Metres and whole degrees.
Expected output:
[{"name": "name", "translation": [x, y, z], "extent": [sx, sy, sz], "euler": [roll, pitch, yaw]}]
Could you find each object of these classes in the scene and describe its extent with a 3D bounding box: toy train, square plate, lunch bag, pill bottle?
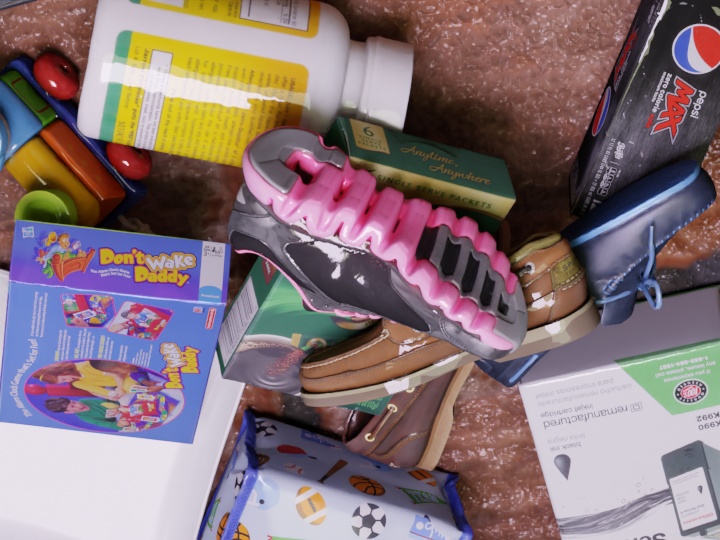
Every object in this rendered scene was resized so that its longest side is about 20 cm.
[{"name": "toy train", "translation": [-0.181, -0.040, 1.658], "extent": [0.085, 0.116, 0.200], "euler": [-41, 93, 21]}, {"name": "square plate", "translation": [-0.194, 0.115, 1.783], "extent": [0.197, 0.028, 0.201], "euler": [16, 99, -7]}, {"name": "lunch bag", "translation": [-0.036, 0.220, 1.805], "extent": [0.169, 0.124, 0.201], "euler": [17, 109, -8]}, {"name": "pill bottle", "translation": [-0.071, -0.121, 1.634], "extent": [0.199, 0.113, 0.113], "euler": [10, 117, -6]}]

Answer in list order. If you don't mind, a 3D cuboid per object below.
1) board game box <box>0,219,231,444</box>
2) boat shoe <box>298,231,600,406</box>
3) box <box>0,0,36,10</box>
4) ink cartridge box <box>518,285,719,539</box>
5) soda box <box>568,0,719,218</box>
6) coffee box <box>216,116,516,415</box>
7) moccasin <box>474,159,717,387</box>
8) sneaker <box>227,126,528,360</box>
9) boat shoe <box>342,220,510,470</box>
[{"name": "board game box", "translation": [-0.161, 0.043, 1.664], "extent": [0.134, 0.045, 0.200], "euler": [7, 150, -7]}, {"name": "boat shoe", "translation": [0.047, 0.028, 1.614], "extent": [0.199, 0.072, 0.068], "euler": [-18, 103, 15]}, {"name": "box", "translation": [-0.289, -0.249, 1.616], "extent": [0.160, 0.044, 0.201], "euler": [-14, 116, 8]}, {"name": "ink cartridge box", "translation": [0.199, 0.127, 1.767], "extent": [0.145, 0.084, 0.201], "euler": [-13, 116, 9]}, {"name": "soda box", "translation": [0.199, -0.121, 1.652], "extent": [0.071, 0.063, 0.200], "euler": [17, 117, -8]}, {"name": "coffee box", "translation": [0.000, 0.000, 1.646], "extent": [0.123, 0.044, 0.200], "euler": [15, 127, -24]}, {"name": "moccasin", "translation": [0.151, 0.003, 1.644], "extent": [0.200, 0.080, 0.068], "euler": [-35, 96, 30]}, {"name": "sneaker", "translation": [0.006, -0.001, 1.556], "extent": [0.200, 0.079, 0.095], "euler": [33, 130, 2]}, {"name": "boat shoe", "translation": [0.043, 0.049, 1.740], "extent": [0.070, 0.070, 0.200], "euler": [14, 117, -10]}]
